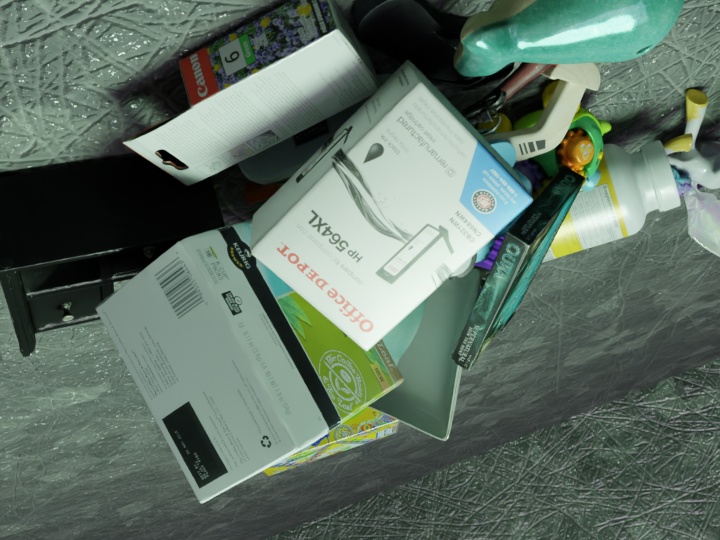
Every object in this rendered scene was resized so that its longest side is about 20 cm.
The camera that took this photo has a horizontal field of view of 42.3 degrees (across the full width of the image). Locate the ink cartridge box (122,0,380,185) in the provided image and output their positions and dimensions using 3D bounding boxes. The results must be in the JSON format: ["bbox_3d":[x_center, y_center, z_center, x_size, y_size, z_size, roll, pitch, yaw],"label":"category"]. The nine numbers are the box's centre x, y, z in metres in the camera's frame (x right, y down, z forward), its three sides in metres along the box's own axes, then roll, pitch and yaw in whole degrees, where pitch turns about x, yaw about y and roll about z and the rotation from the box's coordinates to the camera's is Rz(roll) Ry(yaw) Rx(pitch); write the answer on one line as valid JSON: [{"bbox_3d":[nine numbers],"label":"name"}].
[{"bbox_3d":[-0.093,-0.149,0.780,0.199,0.051,0.109,-24,158,13],"label":"ink cartridge box"}]

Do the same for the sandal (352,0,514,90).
[{"bbox_3d":[0.067,-0.191,0.821,0.076,0.043,0.199,-36,153,34],"label":"sandal"}]

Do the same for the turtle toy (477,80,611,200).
[{"bbox_3d":[0.184,-0.111,1.023,0.199,0.102,0.146,-25,157,13],"label":"turtle toy"}]

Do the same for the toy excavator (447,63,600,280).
[{"bbox_3d":[0.140,-0.109,0.927,0.198,0.100,0.196,-15,119,-15],"label":"toy excavator"}]

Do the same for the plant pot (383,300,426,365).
[{"bbox_3d":[0.000,0.000,1.044,0.134,0.200,0.200,-50,152,4],"label":"plant pot"}]

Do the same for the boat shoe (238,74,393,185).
[{"bbox_3d":[-0.014,-0.122,0.871,0.198,0.074,0.068,-22,168,17],"label":"boat shoe"}]

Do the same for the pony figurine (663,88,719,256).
[{"bbox_3d":[0.438,-0.126,1.175,0.191,0.168,0.200,18,154,-4],"label":"pony figurine"}]

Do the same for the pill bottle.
[{"bbox_3d":[0.271,-0.085,1.114,0.198,0.113,0.112,-18,159,15],"label":"pill bottle"}]

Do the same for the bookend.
[{"bbox_3d":[-0.246,-0.014,0.902,0.197,0.093,0.200,-12,157,-20],"label":"bookend"}]

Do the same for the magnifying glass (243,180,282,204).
[{"bbox_3d":[-0.024,-0.103,0.924,0.198,0.080,0.022,-14,136,15],"label":"magnifying glass"}]

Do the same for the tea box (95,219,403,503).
[{"bbox_3d":[-0.096,0.069,0.861,0.133,0.201,0.196,-33,175,31],"label":"tea box"}]

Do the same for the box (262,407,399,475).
[{"bbox_3d":[-0.069,0.145,1.256,0.191,0.202,0.122,-18,163,-5],"label":"box"}]

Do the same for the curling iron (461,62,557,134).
[{"bbox_3d":[0.172,-0.193,0.862,0.200,0.050,0.026,-40,116,1],"label":"curling iron"}]

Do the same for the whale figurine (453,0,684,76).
[{"bbox_3d":[0.174,-0.205,0.758,0.199,0.104,0.159,-29,172,-7],"label":"whale figurine"}]

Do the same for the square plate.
[{"bbox_3d":[0.056,0.078,1.120,0.028,0.200,0.199,5,-172,-45],"label":"square plate"}]

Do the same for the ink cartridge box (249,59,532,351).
[{"bbox_3d":[0.023,-0.052,0.799,0.146,0.084,0.200,41,105,-20],"label":"ink cartridge box"}]

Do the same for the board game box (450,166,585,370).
[{"bbox_3d":[0.163,0.001,0.978,0.135,0.028,0.201,-45,161,-40],"label":"board game box"}]

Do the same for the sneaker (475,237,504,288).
[{"bbox_3d":[0.190,-0.016,1.242,0.198,0.100,0.070,-20,160,1],"label":"sneaker"}]
